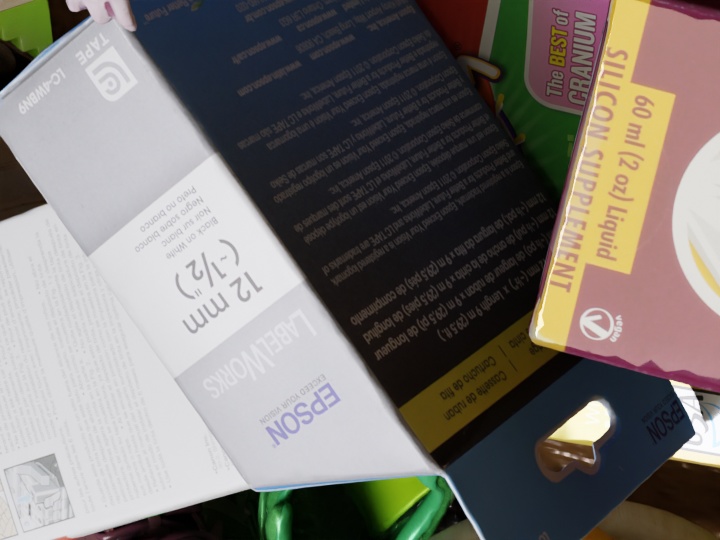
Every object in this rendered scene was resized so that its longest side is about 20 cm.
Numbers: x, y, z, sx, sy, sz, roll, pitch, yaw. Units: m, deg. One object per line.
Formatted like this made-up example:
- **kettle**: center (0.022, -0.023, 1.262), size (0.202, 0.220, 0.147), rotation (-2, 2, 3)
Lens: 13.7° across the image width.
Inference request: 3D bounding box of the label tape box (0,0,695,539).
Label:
- **label tape box**: center (0.000, 0.000, 0.890), size (0.066, 0.143, 0.200), rotation (-34, 89, 33)

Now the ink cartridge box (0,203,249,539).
- **ink cartridge box**: center (-0.094, 0.033, 1.008), size (0.200, 0.050, 0.109), rotation (-18, 88, 37)

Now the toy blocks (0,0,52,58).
- **toy blocks**: center (-0.177, -0.143, 0.953), size (0.100, 0.136, 0.200), rotation (41, 143, 45)

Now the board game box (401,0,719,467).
- **board game box**: center (0.042, -0.025, 0.969), size (0.200, 0.040, 0.153), rotation (8, 111, 27)

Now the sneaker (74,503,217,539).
- **sneaker**: center (-0.070, 0.079, 1.070), size (0.115, 0.075, 0.201), rotation (-148, 52, -62)

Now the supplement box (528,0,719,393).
- **supplement box**: center (0.159, -0.017, 0.849), size (0.199, 0.086, 0.111), rotation (14, 112, 6)

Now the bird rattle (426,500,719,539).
- **bird rattle**: center (0.077, 0.129, 0.996), size (0.163, 0.200, 0.113), rotation (18, 133, 46)

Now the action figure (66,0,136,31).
- **action figure**: center (-0.051, -0.144, 0.812), size (0.200, 0.134, 0.149), rotation (-12, 95, 39)

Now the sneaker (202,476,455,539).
- **sneaker**: center (-0.018, 0.087, 1.090), size (0.074, 0.084, 0.200), rotation (40, 136, -1)

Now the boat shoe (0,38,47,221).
- **boat shoe**: center (-0.133, -0.054, 1.068), size (0.199, 0.074, 0.069), rotation (-4, 119, 23)
